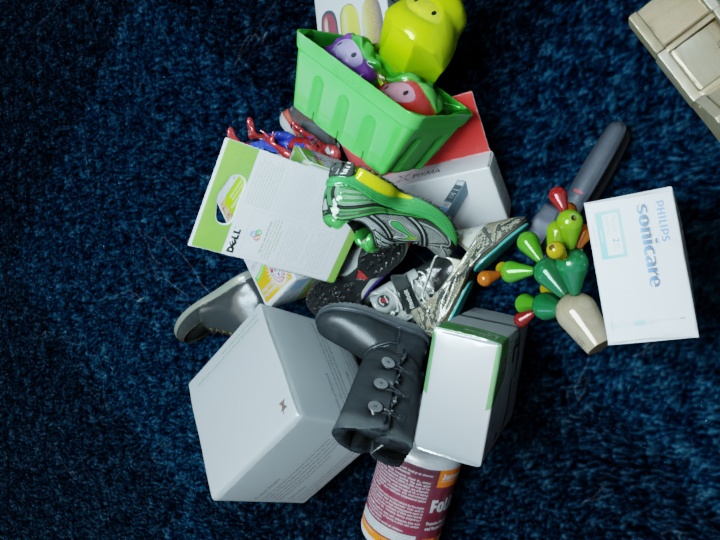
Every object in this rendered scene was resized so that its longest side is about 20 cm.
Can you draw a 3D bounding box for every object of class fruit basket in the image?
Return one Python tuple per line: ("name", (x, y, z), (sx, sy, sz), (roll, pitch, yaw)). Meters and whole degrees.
("fruit basket", (0.041, -0.242, 0.724), (0.215, 0.155, 0.216), (11, 109, 36))

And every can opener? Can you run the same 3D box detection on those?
("can opener", (0.273, -0.092, 0.769), (0.079, 0.063, 0.200), (35, 108, 22))

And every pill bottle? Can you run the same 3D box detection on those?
("pill bottle", (0.078, 0.284, 0.864), (0.114, 0.114, 0.201), (19, 102, 25))

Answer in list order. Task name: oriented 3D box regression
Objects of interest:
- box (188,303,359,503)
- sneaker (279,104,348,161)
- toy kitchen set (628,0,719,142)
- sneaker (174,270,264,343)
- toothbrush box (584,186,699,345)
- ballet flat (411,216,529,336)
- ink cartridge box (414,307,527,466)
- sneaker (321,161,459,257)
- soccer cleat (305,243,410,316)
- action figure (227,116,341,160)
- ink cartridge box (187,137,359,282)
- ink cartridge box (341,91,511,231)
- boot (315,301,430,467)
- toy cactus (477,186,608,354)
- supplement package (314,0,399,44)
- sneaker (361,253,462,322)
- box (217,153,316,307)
("box", (-0.113, 0.197, 0.894), (0.199, 0.171, 0.200), (-46, 48, 22))
("sneaker", (-0.045, -0.186, 0.927), (0.082, 0.077, 0.200), (-39, 76, 17))
("toy kitchen set", (0.403, -0.249, 0.626), (0.163, 0.180, 0.200), (-37, 80, 23))
("sneaker", (-0.226, 0.094, 1.033), (0.200, 0.075, 0.106), (-35, 74, 23))
("toothbrush box", (0.312, -0.007, 0.677), (0.085, 0.200, 0.147), (-10, 89, 27))
("ballet flat", (0.133, -0.005, 0.814), (0.075, 0.068, 0.200), (39, 102, 18))
("ink cartridge box", (0.145, 0.134, 0.774), (0.084, 0.200, 0.147), (12, 99, 23))
("sneaker", (0.035, -0.056, 0.751), (0.078, 0.200, 0.085), (13, 83, 60))
("soccer cleat", (0.000, 0.000, 0.871), (0.068, 0.073, 0.200), (45, 123, -3))
("action figure", (-0.106, -0.183, 0.884), (0.200, 0.065, 0.052), (22, 130, 32))
("ink cartridge box", (-0.101, -0.084, 0.785), (0.148, 0.199, 0.076), (-64, 28, 21))
("ink cartridge box", (0.079, -0.126, 0.825), (0.199, 0.045, 0.176), (-9, 129, 28))
("boot", (-0.002, 0.137, 0.785), (0.164, 0.200, 0.066), (10, 132, 8))
("toy cactus", (0.220, 0.018, 0.702), (0.165, 0.102, 0.200), (63, 153, 30))
("supplement package", (0.015, -0.298, 0.866), (0.113, 0.109, 0.201), (-7, 90, 27))
("sneaker", (0.060, 0.043, 0.876), (0.200, 0.088, 0.074), (-34, 76, 23))
("box", (-0.121, -0.062, 0.937), (0.112, 0.101, 0.200), (-39, 74, 50))
